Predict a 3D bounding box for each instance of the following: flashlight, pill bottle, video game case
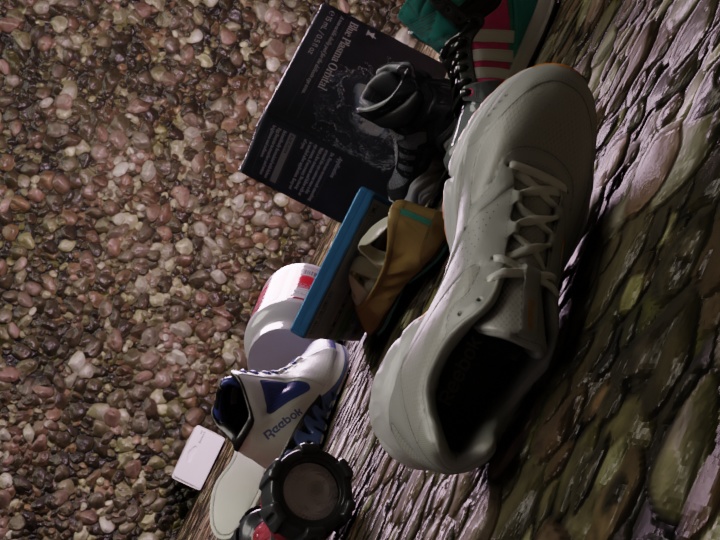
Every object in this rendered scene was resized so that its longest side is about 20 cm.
[{"bbox_3d":[-0.059,0.186,0.875,0.068,0.067,0.200,-67,7,-27],"label":"flashlight"},{"bbox_3d":[-0.081,0.073,1.422,0.113,0.111,0.200,-61,5,19],"label":"pill bottle"},{"bbox_3d":[0.000,0.000,1.120,0.144,0.018,0.200,-64,-15,3],"label":"video game case"}]

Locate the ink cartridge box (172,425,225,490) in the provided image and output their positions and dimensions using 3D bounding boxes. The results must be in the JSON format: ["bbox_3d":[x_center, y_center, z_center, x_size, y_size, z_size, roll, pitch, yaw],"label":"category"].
[{"bbox_3d":[-0.420,0.483,3.010,0.147,0.083,0.200,-65,5,-12],"label":"ink cartridge box"}]

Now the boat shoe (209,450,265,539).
[{"bbox_3d":[-0.129,0.252,1.432,0.201,0.072,0.062,-77,-30,-42],"label":"boat shoe"}]

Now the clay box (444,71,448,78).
[{"bbox_3d":[0.139,-0.257,1.207,0.115,0.047,0.201,-59,8,41],"label":"clay box"}]

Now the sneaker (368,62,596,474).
[{"bbox_3d":[0.070,0.002,0.528,0.092,0.075,0.202,-170,99,-77],"label":"sneaker"}]

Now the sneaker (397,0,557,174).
[{"bbox_3d":[0.081,-0.181,0.988,0.201,0.120,0.084,-66,6,-24],"label":"sneaker"}]

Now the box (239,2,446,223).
[{"bbox_3d":[-0.003,-0.167,1.332,0.118,0.198,0.198,-57,8,53],"label":"box"}]

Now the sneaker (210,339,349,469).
[{"bbox_3d":[-0.085,0.125,1.183,0.081,0.114,0.200,-59,7,33],"label":"sneaker"}]

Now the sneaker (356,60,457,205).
[{"bbox_3d":[0.045,-0.137,1.143,0.076,0.113,0.200,-65,9,-30],"label":"sneaker"}]

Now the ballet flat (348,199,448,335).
[{"bbox_3d":[0.023,-0.006,1.029,0.069,0.063,0.200,-66,5,-32],"label":"ballet flat"}]
